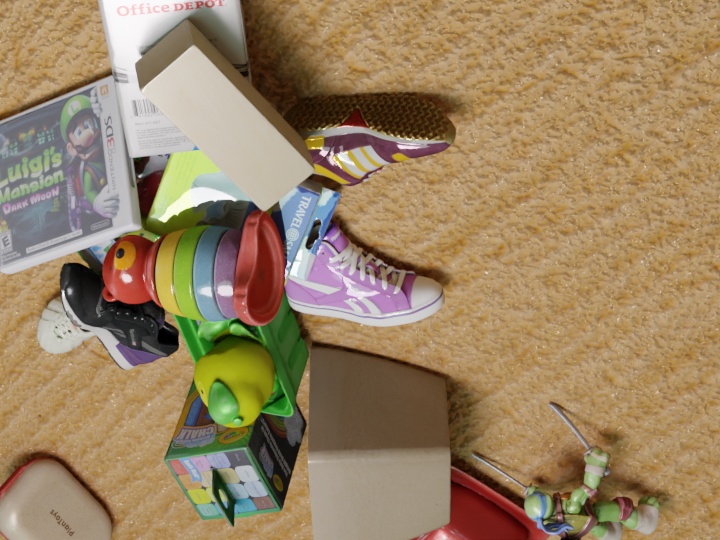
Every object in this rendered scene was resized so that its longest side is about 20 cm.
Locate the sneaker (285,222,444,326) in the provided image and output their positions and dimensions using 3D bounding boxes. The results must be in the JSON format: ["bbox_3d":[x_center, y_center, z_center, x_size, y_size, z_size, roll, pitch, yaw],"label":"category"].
[{"bbox_3d":[0.000,0.000,1.724,0.198,0.073,0.115,3,127,12],"label":"sneaker"}]

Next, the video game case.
[{"bbox_3d":[-0.345,-0.109,1.668,0.198,0.184,0.023,-17,163,27],"label":"video game case"}]

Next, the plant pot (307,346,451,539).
[{"bbox_3d":[0.026,0.231,1.840,0.175,0.201,0.201,-2,130,0],"label":"plant pot"}]

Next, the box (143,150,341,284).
[{"bbox_3d":[-0.134,-0.068,1.659,0.198,0.048,0.123,21,108,-6],"label":"box"}]

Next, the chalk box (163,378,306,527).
[{"bbox_3d":[-0.165,0.238,1.876,0.123,0.201,0.126,-10,126,22],"label":"chalk box"}]

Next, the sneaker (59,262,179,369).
[{"bbox_3d":[-0.281,0.044,1.729,0.087,0.076,0.200,-12,147,17],"label":"sneaker"}]

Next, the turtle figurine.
[{"bbox_3d":[0.283,0.275,1.877,0.193,0.200,0.144,24,111,-32],"label":"turtle figurine"}]

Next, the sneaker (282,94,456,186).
[{"bbox_3d":[0.013,-0.139,1.608,0.198,0.075,0.091,6,136,19],"label":"sneaker"}]

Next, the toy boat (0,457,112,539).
[{"bbox_3d":[-0.463,0.367,2.134,0.130,0.131,0.201,5,137,52],"label":"toy boat"}]

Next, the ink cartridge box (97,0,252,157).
[{"bbox_3d":[-0.192,-0.232,1.550,0.144,0.085,0.202,-6,128,-2],"label":"ink cartridge box"}]

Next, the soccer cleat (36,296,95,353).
[{"bbox_3d":[-0.359,0.060,1.860,0.069,0.078,0.199,42,127,-20],"label":"soccer cleat"}]

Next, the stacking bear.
[{"bbox_3d":[-0.193,0.001,1.607,0.198,0.123,0.114,2,162,17],"label":"stacking bear"}]

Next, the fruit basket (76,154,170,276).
[{"bbox_3d":[-0.261,-0.078,1.712,0.198,0.094,0.186,-20,122,24],"label":"fruit basket"}]

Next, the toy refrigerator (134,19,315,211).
[{"bbox_3d":[-0.140,-0.161,1.517,0.076,0.070,0.200,-38,125,12],"label":"toy refrigerator"}]

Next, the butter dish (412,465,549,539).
[{"bbox_3d":[0.125,0.391,1.964,0.199,0.149,0.199,33,130,-14],"label":"butter dish"}]

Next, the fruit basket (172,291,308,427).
[{"bbox_3d":[-0.157,0.107,1.752,0.154,0.216,0.217,6,133,31],"label":"fruit basket"}]
